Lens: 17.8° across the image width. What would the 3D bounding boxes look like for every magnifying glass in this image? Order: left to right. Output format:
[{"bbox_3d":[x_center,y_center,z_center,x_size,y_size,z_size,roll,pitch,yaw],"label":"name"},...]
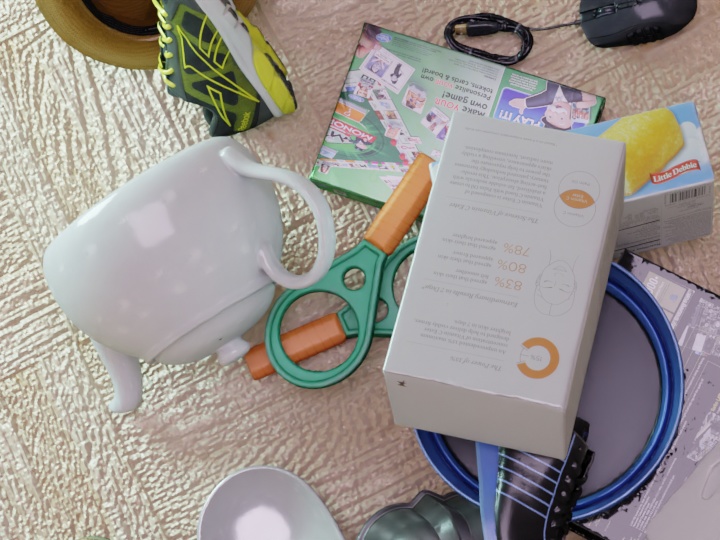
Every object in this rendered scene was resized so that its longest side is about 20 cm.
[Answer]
[{"bbox_3d":[0.000,0.000,1.753,0.079,0.022,0.200,34,86,10],"label":"magnifying glass"},{"bbox_3d":[0.005,0.034,1.779,0.199,0.022,0.080,-24,78,2],"label":"magnifying glass"}]

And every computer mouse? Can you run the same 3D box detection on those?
[{"bbox_3d":[0.164,-0.198,1.801,0.199,0.034,0.059,-10,79,4],"label":"computer mouse"}]

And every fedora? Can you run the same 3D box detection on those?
[{"bbox_3d":[-0.166,-0.259,1.802,0.200,0.082,0.201,-4,116,-7],"label":"fedora"}]

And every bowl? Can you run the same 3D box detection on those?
[{"bbox_3d":[0.133,0.083,1.660,0.200,0.039,0.202,-2,78,8],"label":"bowl"}]

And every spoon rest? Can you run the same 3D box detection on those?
[{"bbox_3d":[-0.031,0.220,1.726,0.199,0.061,0.100,28,83,9],"label":"spoon rest"}]

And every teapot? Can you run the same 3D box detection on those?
[{"bbox_3d":[-0.127,0.002,1.718,0.197,0.200,0.146,-33,86,-12],"label":"teapot"}]

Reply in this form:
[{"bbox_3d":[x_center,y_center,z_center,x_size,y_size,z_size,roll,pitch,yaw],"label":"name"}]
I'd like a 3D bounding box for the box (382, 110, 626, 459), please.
[{"bbox_3d":[0.101,0.010,1.565,0.124,0.098,0.201,11,67,11],"label":"box"}]

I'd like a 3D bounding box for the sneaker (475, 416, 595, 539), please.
[{"bbox_3d":[0.124,0.148,1.592,0.078,0.070,0.201,-9,76,13],"label":"sneaker"}]

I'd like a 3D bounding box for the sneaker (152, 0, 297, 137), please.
[{"bbox_3d":[-0.126,-0.174,1.760,0.084,0.200,0.075,-33,35,7],"label":"sneaker"}]

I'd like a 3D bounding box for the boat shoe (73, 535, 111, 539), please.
[{"bbox_3d":[-0.158,0.277,1.720,0.200,0.074,0.076,40,85,12],"label":"boat shoe"}]

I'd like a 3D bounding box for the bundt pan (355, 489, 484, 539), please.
[{"bbox_3d":[0.073,0.261,1.663,0.201,0.076,0.203,0,89,-14],"label":"bundt pan"}]

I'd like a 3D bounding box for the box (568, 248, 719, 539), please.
[{"bbox_3d":[0.222,0.114,1.707,0.163,0.086,0.201,26,83,11],"label":"box"}]

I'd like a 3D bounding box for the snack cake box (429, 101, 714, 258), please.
[{"bbox_3d":[0.158,-0.052,1.701,0.199,0.115,0.067,-13,70,2],"label":"snack cake box"}]

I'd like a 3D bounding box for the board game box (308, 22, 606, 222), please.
[{"bbox_3d":[0.075,-0.100,1.793,0.199,0.029,0.135,19,82,9],"label":"board game box"}]

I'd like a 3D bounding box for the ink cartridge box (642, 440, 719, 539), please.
[{"bbox_3d":[0.309,0.199,1.621,0.145,0.200,0.084,-50,41,-5],"label":"ink cartridge box"}]
